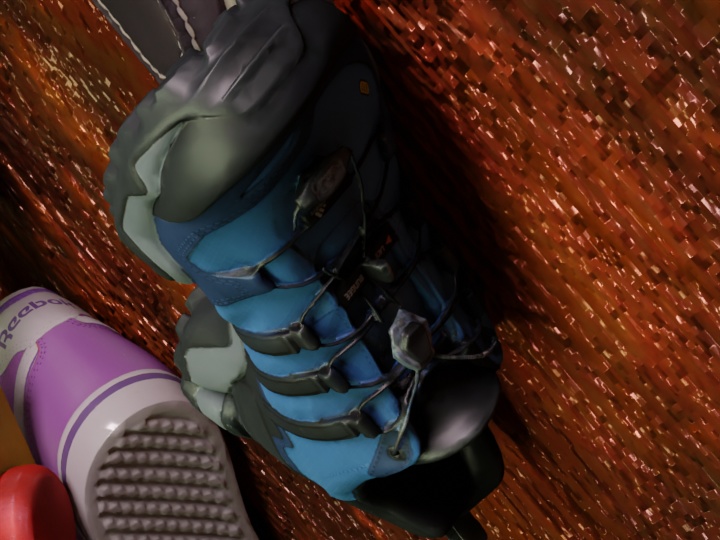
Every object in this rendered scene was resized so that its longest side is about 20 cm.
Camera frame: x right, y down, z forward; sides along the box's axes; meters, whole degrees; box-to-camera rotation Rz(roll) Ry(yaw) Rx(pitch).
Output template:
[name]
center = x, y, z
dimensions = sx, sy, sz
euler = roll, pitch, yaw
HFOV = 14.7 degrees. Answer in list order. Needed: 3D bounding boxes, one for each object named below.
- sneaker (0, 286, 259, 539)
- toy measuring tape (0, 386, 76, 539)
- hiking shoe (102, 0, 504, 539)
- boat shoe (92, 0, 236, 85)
[sneaker]
center = -0.085, 0.089, 0.976
dimensions = 0.114, 0.073, 0.201
euler = 37, 145, 41
[toy measuring tape]
center = -0.137, 0.056, 0.859
dimensions = 0.074, 0.074, 0.200
euler = 27, 145, 48
[hiking shoe]
center = 0.000, 0.000, 0.650
dimensions = 0.087, 0.074, 0.200
euler = 36, 166, 18
[boat shoe]
center = -0.097, -0.118, 0.639
dimensions = 0.200, 0.065, 0.072
euler = 55, 160, -11
